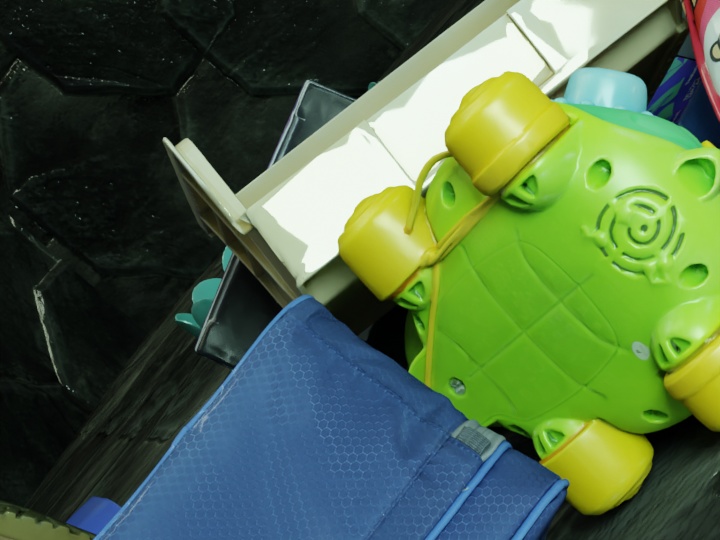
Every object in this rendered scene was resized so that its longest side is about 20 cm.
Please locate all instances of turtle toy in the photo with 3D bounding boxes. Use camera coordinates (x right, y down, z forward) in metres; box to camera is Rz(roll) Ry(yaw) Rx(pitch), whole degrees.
[{"bbox_3d":[0.073,0.005,0.743,0.101,0.146,0.200,-43,0,-42],"label":"turtle toy"}]

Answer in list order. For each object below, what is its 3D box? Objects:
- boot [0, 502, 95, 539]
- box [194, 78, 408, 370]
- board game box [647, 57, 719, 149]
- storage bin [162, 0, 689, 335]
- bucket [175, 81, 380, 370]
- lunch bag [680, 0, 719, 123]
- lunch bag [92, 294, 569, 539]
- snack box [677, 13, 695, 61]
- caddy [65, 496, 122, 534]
[{"bbox_3d":[-0.146,0.189,0.752,0.066,0.174,0.201,2,71,58],"label":"boot"},{"bbox_3d":[0.000,0.000,1.065,0.200,0.104,0.149,55,-123,-84],"label":"box"},{"bbox_3d":[0.141,-0.059,1.023,0.200,0.045,0.152,-43,10,50],"label":"board game box"},{"bbox_3d":[0.028,-0.063,0.866,0.200,0.094,0.199,-37,-8,-5],"label":"storage bin"},{"bbox_3d":[-0.005,0.001,1.269,0.207,0.135,0.207,-50,6,7],"label":"bucket"},{"bbox_3d":[0.200,-0.122,0.696,0.200,0.082,0.177,-46,34,34],"label":"lunch bag"},{"bbox_3d":[-0.022,0.129,0.690,0.200,0.132,0.136,-51,-14,-27],"label":"lunch bag"},{"bbox_3d":[0.158,-0.204,0.883,0.200,0.053,0.143,109,171,-65],"label":"snack box"},{"bbox_3d":[-0.108,0.185,0.925,0.105,0.141,0.200,-48,5,-13],"label":"caddy"}]
